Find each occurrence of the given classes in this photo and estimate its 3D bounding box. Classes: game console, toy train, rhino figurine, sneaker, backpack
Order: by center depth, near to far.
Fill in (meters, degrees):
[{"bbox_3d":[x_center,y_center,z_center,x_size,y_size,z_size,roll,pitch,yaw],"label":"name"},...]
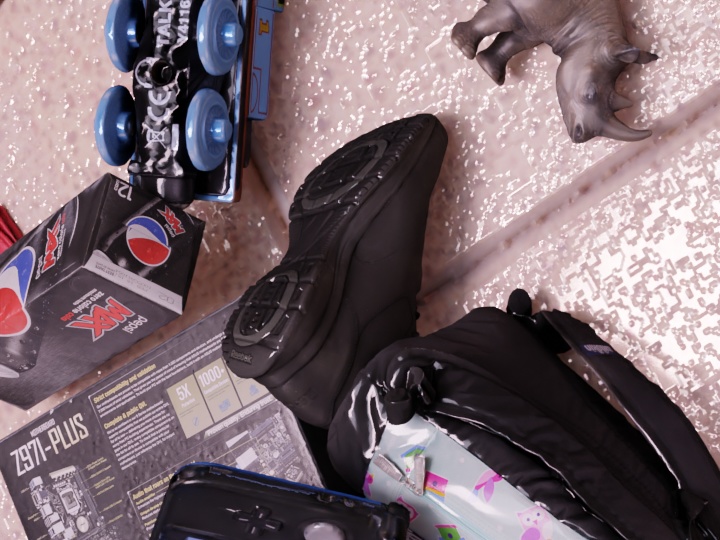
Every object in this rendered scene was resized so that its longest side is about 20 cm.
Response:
[{"bbox_3d":[-0.036,0.212,1.145,0.170,0.119,0.200,14,137,-8],"label":"game console"},{"bbox_3d":[0.095,0.119,1.181,0.200,0.167,0.127,39,127,20],"label":"backpack"},{"bbox_3d":[0.091,-0.145,1.225,0.087,0.060,0.200,-43,73,11],"label":"rhino figurine"},{"bbox_3d":[0.000,0.000,1.241,0.076,0.091,0.201,-8,44,51],"label":"sneaker"},{"bbox_3d":[-0.094,-0.133,1.296,0.086,0.114,0.201,4,92,22],"label":"toy train"}]

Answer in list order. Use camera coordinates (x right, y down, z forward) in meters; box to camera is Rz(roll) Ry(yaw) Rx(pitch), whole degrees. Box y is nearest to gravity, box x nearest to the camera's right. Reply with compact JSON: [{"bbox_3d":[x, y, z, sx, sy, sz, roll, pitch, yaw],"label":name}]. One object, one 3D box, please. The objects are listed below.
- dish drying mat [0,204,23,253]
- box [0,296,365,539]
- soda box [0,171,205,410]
[{"bbox_3d":[-0.276,0.051,1.452,0.200,0.018,0.077,-45,71,21],"label":"dish drying mat"},{"bbox_3d":[-0.089,0.129,1.299,0.199,0.086,0.165,-31,77,26],"label":"box"},{"bbox_3d":[-0.172,0.016,1.312,0.200,0.071,0.064,-31,40,50],"label":"soda box"}]
